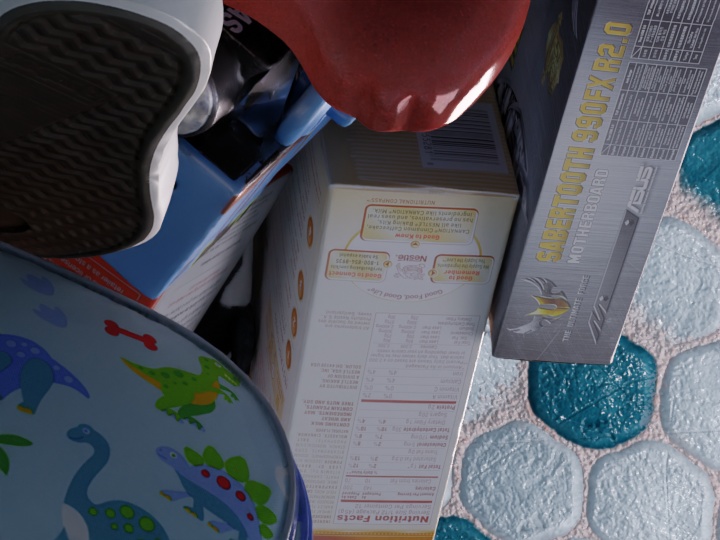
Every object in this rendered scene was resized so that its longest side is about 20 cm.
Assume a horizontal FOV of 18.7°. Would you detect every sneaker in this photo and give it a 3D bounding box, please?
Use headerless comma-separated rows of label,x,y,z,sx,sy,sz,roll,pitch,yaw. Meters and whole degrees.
sneaker,-0.071,-0.061,0.543,0.200,0.072,0.085,143,-44,-62

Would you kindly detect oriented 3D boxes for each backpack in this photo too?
backpack,-0.100,0.081,0.580,0.147,0.182,0.200,-60,-174,30

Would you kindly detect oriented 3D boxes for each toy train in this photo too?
toy train,-0.030,-0.081,0.717,0.114,0.087,0.200,-47,-178,38

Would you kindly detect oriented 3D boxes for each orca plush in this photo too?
orca plush,-0.092,0.010,0.952,0.200,0.071,0.106,122,-39,-71

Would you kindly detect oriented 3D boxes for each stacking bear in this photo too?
stacking bear,0.015,-0.154,0.539,0.114,0.121,0.200,-47,164,-37

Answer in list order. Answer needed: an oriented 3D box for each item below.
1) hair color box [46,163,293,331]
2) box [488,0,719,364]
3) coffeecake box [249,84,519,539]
hair color box,-0.111,0.034,0.811,0.200,0.061,0.101,-57,174,20
box,0.081,-0.090,0.789,0.201,0.048,0.159,103,-11,-45
coffeecake box,0.000,0.000,0.877,0.154,0.073,0.201,-99,-164,-49
